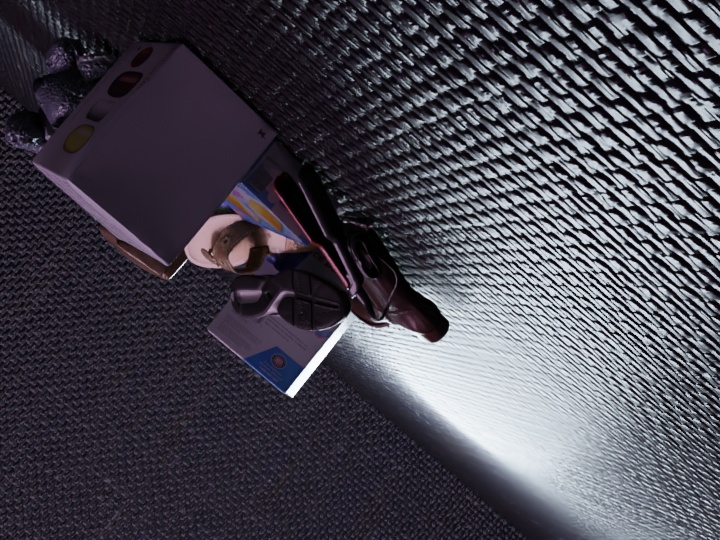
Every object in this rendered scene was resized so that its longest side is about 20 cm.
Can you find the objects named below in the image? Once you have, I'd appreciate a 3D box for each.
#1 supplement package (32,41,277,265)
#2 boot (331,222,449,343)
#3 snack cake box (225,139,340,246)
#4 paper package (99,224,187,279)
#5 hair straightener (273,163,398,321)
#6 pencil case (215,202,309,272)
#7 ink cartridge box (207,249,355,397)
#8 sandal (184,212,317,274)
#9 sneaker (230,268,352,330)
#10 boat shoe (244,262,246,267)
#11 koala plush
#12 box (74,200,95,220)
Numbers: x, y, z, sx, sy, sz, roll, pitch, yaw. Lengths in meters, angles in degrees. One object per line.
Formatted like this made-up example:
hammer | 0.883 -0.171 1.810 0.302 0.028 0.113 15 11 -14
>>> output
supplement package | -0.233 -0.136 1.381 0.147 0.192 0.200 43 170 -26
boot | 0.000 0.000 1.515 0.186 0.064 0.200 16 158 47
snack cake box | -0.121 -0.106 1.480 0.115 0.067 0.200 43 171 -28
paper package | -0.274 -0.091 1.801 0.103 0.191 0.200 42 172 -18
hair straightener | -0.017 -0.030 1.379 0.077 0.041 0.201 -18 109 36
pencil case | -0.140 -0.080 1.654 0.200 0.078 0.087 41 156 -8
ink cartridge box | -0.091 0.053 1.734 0.144 0.200 0.085 38 175 12
sandal | -0.148 -0.030 1.598 0.210 0.070 0.078 -8 117 22
sneaker | -0.064 0.029 1.611 0.200 0.076 0.115 6 -171 43
boat shoe | -0.112 -0.002 1.854 0.200 0.074 0.063 34 -141 -51
koala plush | -0.379 -0.223 1.702 0.183 0.178 0.200 29 172 -8
box | -0.437 -0.171 2.197 0.043 0.160 0.200 40 171 -5
